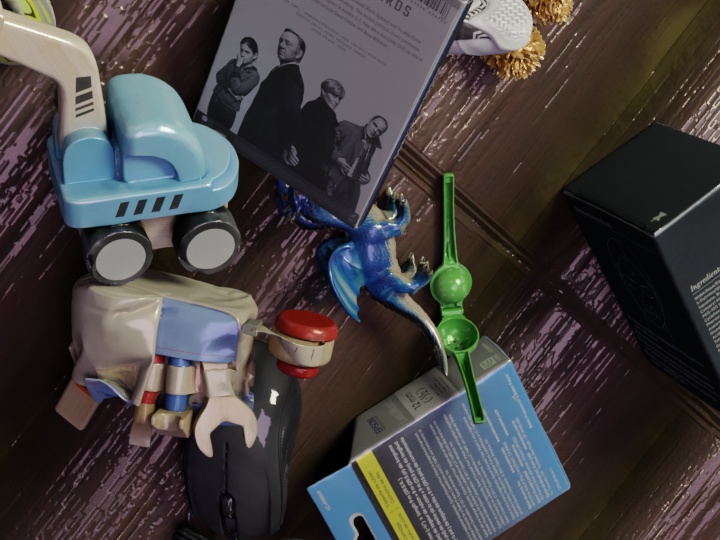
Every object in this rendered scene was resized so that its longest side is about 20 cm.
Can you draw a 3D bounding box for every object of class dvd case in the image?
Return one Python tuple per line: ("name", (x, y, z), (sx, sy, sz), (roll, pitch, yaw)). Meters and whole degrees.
("dvd case", (-0.025, -0.144, 0.866), (0.149, 0.025, 0.201), (33, 128, 7))

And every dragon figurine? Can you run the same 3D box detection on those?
("dragon figurine", (0.000, 0.000, 0.990), (0.098, 0.059, 0.202), (-23, 109, -9))

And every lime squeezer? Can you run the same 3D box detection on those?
("lime squeezer", (0.075, 0.027, 1.026), (0.037, 0.071, 0.203), (-8, 78, 10))

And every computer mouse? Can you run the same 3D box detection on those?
("computer mouse", (-0.092, 0.157, 0.987), (0.136, 0.053, 0.203), (6, 102, 17))

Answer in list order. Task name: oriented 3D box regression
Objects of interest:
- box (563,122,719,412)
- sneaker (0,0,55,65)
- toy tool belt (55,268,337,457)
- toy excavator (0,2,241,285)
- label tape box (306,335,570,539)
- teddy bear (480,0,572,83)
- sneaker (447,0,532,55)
("box", (0.280, 0.000, 1.042), (0.106, 0.148, 0.201), (-35, 116, -6))
("sneaker", (-0.284, -0.203, 0.813), (0.198, 0.076, 0.076), (28, 98, -24))
("toy tool belt", (-0.122, 0.075, 0.914), (0.197, 0.125, 0.125), (13, 104, 5))
("toy excavator", (-0.174, -0.097, 0.838), (0.192, 0.100, 0.202), (-9, 131, -19))
("label tape box", (0.061, 0.172, 1.068), (0.198, 0.066, 0.145), (-30, 114, -5))
("teddy bear", (0.083, -0.229, 0.942), (0.145, 0.067, 0.201), (-41, 116, -5))
("sneaker", (0.026, -0.155, 0.901), (0.197, 0.075, 0.116), (12, 131, 18))
